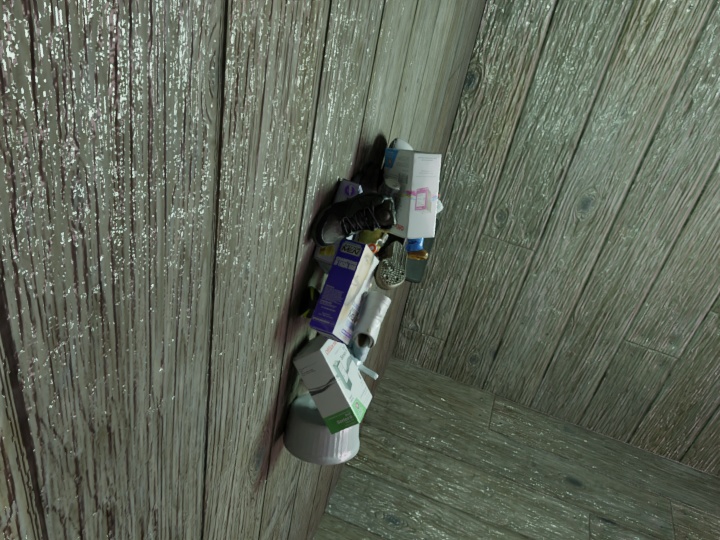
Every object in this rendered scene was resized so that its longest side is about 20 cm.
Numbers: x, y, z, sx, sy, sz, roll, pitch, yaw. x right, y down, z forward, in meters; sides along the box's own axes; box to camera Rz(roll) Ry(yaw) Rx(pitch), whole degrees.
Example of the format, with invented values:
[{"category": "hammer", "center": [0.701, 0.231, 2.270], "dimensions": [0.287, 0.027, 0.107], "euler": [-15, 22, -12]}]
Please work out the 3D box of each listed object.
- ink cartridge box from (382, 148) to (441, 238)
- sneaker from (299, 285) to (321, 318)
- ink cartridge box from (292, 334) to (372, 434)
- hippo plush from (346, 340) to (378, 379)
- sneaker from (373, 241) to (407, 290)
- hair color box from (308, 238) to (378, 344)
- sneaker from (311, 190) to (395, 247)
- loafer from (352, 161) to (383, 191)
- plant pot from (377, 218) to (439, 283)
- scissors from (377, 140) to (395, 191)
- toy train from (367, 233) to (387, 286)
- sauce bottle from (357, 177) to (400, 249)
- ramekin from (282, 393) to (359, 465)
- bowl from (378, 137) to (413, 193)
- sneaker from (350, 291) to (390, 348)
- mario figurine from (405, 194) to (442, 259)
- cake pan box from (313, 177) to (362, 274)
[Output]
[{"category": "ink cartridge box", "center": [0.119, -0.188, 1.496], "dimensions": [0.144, 0.083, 0.203], "euler": [-149, -119, -61]}, {"category": "sneaker", "center": [-0.081, 0.084, 1.387], "dimensions": [0.200, 0.080, 0.075], "euler": [34, 75, -80]}, {"category": "ink cartridge box", "center": [-0.064, 0.262, 1.472], "dimensions": [0.202, 0.083, 0.146], "euler": [63, 18, -7]}, {"category": "hippo plush", "center": [-0.035, 0.231, 1.662], "dimensions": [0.159, 0.200, 0.161], "euler": [-46, 171, -15]}, {"category": "sneaker", "center": [0.062, 0.005, 1.438], "dimensions": [0.076, 0.070, 0.200], "euler": [-46, -174, 29]}, {"category": "hair color box", "center": [-0.033, 0.046, 1.312], "dimensions": [0.109, 0.064, 0.203], "euler": [48, 59, -65]}, {"category": "sneaker", "center": [-0.004, -0.106, 1.246], "dimensions": [0.198, 0.114, 0.077], "euler": [-29, 113, -33]}, {"category": "loafer", "center": [0.028, -0.215, 1.506], "dimensions": [0.200, 0.062, 0.073], "euler": [-56, 161, -64]}, {"category": "plant pot", "center": [0.089, -0.082, 1.770], "dimensions": [0.177, 0.197, 0.203], "euler": [-9, 118, -67]}, {"category": "scissors", "center": [0.055, -0.243, 1.598], "dimensions": [0.201, 0.014, 0.074], "euler": [119, -16, -50]}, {"category": "toy train", "center": [0.000, 0.000, 1.494], "dimensions": [0.150, 0.055, 0.202], "euler": [-49, 160, -60]}, {"category": "sauce bottle", "center": [0.047, -0.131, 1.482], "dimensions": [0.066, 0.065, 0.201], "euler": [-61, 175, -46]}, {"category": "ramekin", "center": [-0.095, 0.393, 1.562], "dimensions": [0.200, 0.198, 0.099], "euler": [-45, 145, -70]}, {"category": "bowl", "center": [0.092, -0.247, 1.652], "dimensions": [0.200, 0.074, 0.203], "euler": [-130, -124, -82]}, {"category": "sneaker", "center": [0.009, 0.123, 1.408], "dimensions": [0.200, 0.073, 0.117], "euler": [115, -1, -74]}, {"category": "mario figurine", "center": [0.174, -0.128, 1.611], "dimensions": [0.105, 0.122, 0.203], "euler": [10, 88, -50]}, {"category": "cake pan box", "center": [-0.041, -0.087, 1.397], "dimensions": [0.200, 0.052, 0.186], "euler": [68, 43, -77]}]
